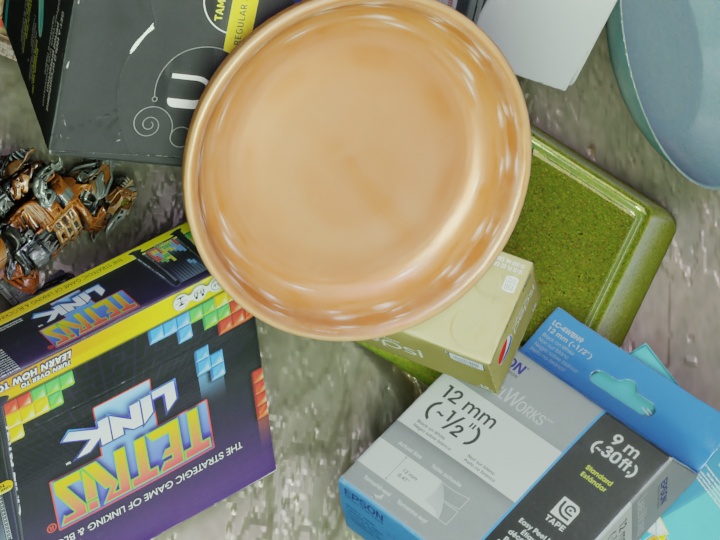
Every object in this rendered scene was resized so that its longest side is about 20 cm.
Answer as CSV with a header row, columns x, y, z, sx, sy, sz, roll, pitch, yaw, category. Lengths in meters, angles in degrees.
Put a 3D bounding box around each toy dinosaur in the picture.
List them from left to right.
x,y,z,sx,sy,sz,roll,pitch,yaw,category
-0.229,-0.036,1.491,0.200,0.102,0.136,-27,100,-46,toy dinosaur

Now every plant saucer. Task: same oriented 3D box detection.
x,y,z,sx,sy,sz,roll,pitch,yaw,category
-0.004,-0.060,1.394,0.200,0.037,0.201,-7,111,-18,plant saucer
0.094,-0.013,1.617,0.200,0.048,0.200,32,65,-7,plant saucer
0.207,-0.150,1.674,0.201,0.039,0.201,18,68,-53,plant saucer

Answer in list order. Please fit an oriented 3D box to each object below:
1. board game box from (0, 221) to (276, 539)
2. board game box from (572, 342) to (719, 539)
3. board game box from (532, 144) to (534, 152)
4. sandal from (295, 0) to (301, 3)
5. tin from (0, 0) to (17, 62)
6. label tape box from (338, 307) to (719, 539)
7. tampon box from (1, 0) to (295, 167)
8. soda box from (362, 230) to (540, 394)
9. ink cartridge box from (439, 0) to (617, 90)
x,y,z,sx,sy,sz,roll,pitch,yaw,category
-0.149,0.085,1.436,0.200,0.166,0.057,-28,42,-25,board game box
0.131,0.154,1.523,0.200,0.047,0.151,-28,58,-13,board game box
-0.012,-0.082,1.577,0.200,0.034,0.135,36,67,13,board game box
0.019,-0.117,1.499,0.200,0.087,0.080,43,63,-20,sandal
-0.196,-0.180,1.577,0.200,0.042,0.112,24,62,-11,tin
0.106,0.108,1.488,0.143,0.066,0.200,35,67,26,label tape box
-0.121,-0.167,1.447,0.126,0.200,0.150,4,116,-18,tampon box
0.000,0.000,1.481,0.200,0.064,0.068,21,76,14,soda box
0.057,-0.215,1.625,0.200,0.084,0.145,17,40,-14,ink cartridge box
